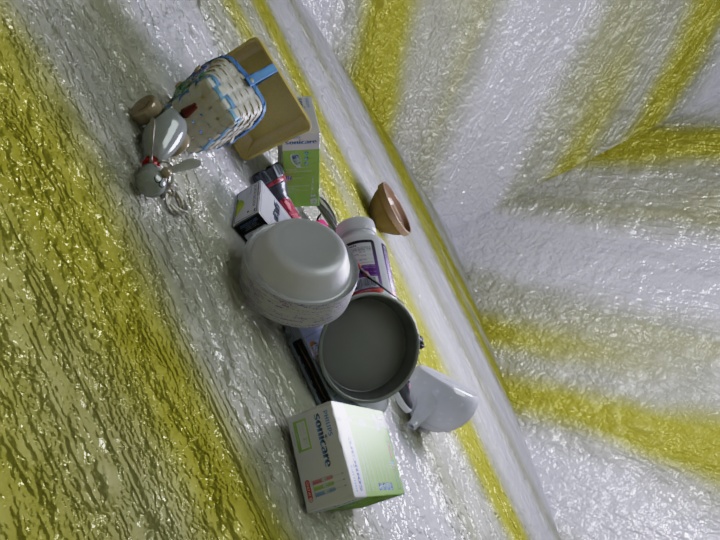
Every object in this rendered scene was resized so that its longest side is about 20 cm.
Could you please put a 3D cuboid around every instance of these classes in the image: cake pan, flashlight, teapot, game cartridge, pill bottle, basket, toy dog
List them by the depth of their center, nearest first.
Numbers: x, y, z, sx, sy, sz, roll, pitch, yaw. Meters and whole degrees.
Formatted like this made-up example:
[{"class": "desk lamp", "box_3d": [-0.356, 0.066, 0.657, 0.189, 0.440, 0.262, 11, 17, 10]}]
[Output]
[{"class": "toy dog", "box_3d": [-0.290, -0.196, 1.039, 0.132, 0.096, 0.201, 36, 31, -60]}, {"class": "basket", "box_3d": [-0.247, -0.304, 1.217, 0.139, 0.176, 0.200, 56, 27, -11]}, {"class": "cake pan", "box_3d": [0.012, 0.139, 1.231, 0.201, 0.200, 0.037, 60, -19, -13]}, {"class": "game cartridge", "box_3d": [-0.073, 0.175, 1.269, 0.201, 0.041, 0.133, 64, 19, 2]}, {"class": "pill bottle", "box_3d": [0.005, -0.003, 1.348, 0.111, 0.111, 0.201, 41, 33, -55]}, {"class": "flashlight", "box_3d": [-0.155, -0.130, 1.448, 0.068, 0.068, 0.201, -41, 107, -48]}, {"class": "teapot", "box_3d": [0.187, 0.336, 1.679, 0.199, 0.147, 0.197, 26, 2, -21]}]

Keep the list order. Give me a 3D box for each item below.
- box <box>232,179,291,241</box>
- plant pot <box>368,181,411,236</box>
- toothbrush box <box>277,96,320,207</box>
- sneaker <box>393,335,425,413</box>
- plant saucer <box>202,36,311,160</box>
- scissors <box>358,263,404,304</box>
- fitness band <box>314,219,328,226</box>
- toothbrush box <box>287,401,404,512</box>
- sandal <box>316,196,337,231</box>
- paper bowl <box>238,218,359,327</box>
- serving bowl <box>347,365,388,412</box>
[{"class": "box", "box_3d": [-0.162, -0.063, 1.317, 0.200, 0.060, 0.117, 53, 18, -36]}, {"class": "plant pot", "box_3d": [0.090, -0.196, 2.335, 0.201, 0.092, 0.201, 57, 15, -25]}, {"class": "toothbrush box", "box_3d": [-0.139, -0.262, 1.506, 0.201, 0.086, 0.146, 96, -15, -45]}, {"class": "sneaker", "box_3d": [0.091, 0.183, 1.335, 0.071, 0.099, 0.201, -120, -172, -74]}, {"class": "plant saucer", "box_3d": [-0.210, -0.343, 1.351, 0.200, 0.199, 0.049, 58, 39, -21]}, {"class": "scissors", "box_3d": [0.000, 0.000, 1.268, 0.200, 0.014, 0.073, 40, -17, -3]}, {"class": "fitness band", "box_3d": [-0.077, -0.026, 1.363, 0.200, 0.037, 0.144, -69, 141, -74]}, {"class": "toothbrush box", "box_3d": [-0.019, 0.301, 1.091, 0.200, 0.086, 0.146, 33, 37, -61]}, {"class": "sandal", "box_3d": [-0.079, -0.090, 1.670, 0.080, 0.057, 0.202, -106, 177, -54]}, {"class": "paper bowl", "box_3d": [-0.101, -0.009, 1.149, 0.200, 0.105, 0.201, 13, 43, -12]}, {"class": "serving bowl", "box_3d": [0.009, 0.199, 1.348, 0.200, 0.066, 0.201, 156, -90, -90]}]
